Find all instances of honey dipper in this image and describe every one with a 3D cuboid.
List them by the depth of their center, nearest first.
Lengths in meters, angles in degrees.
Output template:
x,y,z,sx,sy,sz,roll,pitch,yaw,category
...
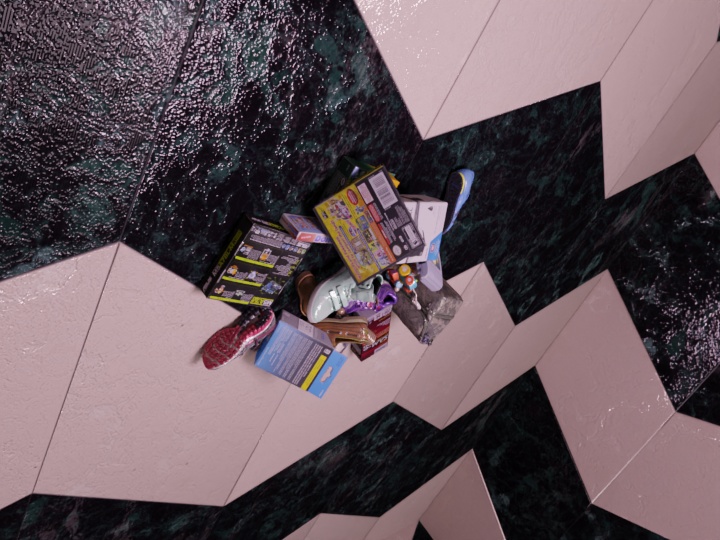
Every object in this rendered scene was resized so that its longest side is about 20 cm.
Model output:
x,y,z,sx,sy,sz,roll,pitch,yaw,category
-0.014,0.148,1.607,0.038,0.038,0.200,-43,140,-2,honey dipper

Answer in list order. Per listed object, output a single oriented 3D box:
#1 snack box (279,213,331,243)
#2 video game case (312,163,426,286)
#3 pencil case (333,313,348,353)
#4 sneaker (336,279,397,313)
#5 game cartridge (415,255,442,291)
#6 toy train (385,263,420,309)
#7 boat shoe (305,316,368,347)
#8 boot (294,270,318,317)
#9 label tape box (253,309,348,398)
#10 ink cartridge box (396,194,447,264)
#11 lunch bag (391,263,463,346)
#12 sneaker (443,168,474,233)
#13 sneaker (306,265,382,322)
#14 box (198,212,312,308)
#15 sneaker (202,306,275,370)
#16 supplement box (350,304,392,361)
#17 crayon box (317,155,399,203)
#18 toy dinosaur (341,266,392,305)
x,y,z,sx,sy,sz,roll,pitch,yaw,category
-0.087,-0.091,1.315,0.198,0.072,0.025,2,127,-50,snack box
0.020,-0.096,1.270,0.178,0.026,0.202,-29,105,6,video game case
-0.097,0.216,1.632,0.201,0.089,0.078,-51,156,5,pencil case
0.023,0.081,1.621,0.197,0.084,0.082,-16,138,-34,sneaker
0.176,-0.055,1.556,0.040,0.205,0.133,-13,157,18,game cartridge
0.119,0.013,1.581,0.055,0.200,0.152,-30,122,-9,toy train
-0.076,0.164,1.524,0.195,0.070,0.072,-7,161,11,boat shoe
-0.111,0.088,1.485,0.073,0.075,0.201,-38,148,-14,boot
-0.149,0.213,1.485,0.197,0.064,0.146,30,109,-14,label tape box
0.105,-0.099,1.382,0.197,0.083,0.149,-6,112,-45,ink cartridge box
0.177,0.095,1.705,0.138,0.200,0.170,5,122,-50,lunch bag
0.260,-0.186,1.615,0.077,0.066,0.203,-18,138,-41,sneaker
-0.033,0.058,1.383,0.200,0.117,0.075,-45,134,-27,sneaker
-0.222,-0.014,1.272,0.194,0.048,0.198,-53,148,16,box
-0.279,0.167,1.375,0.198,0.081,0.075,-36,149,-15,sneaker
0.031,0.172,1.752,0.107,0.061,0.203,-27,144,-25,supplement box
0.007,-0.176,1.348,0.198,0.052,0.127,6,122,-52,crayon box
0.000,0.000,1.518,0.133,0.086,0.204,22,94,-19,toy dinosaur
